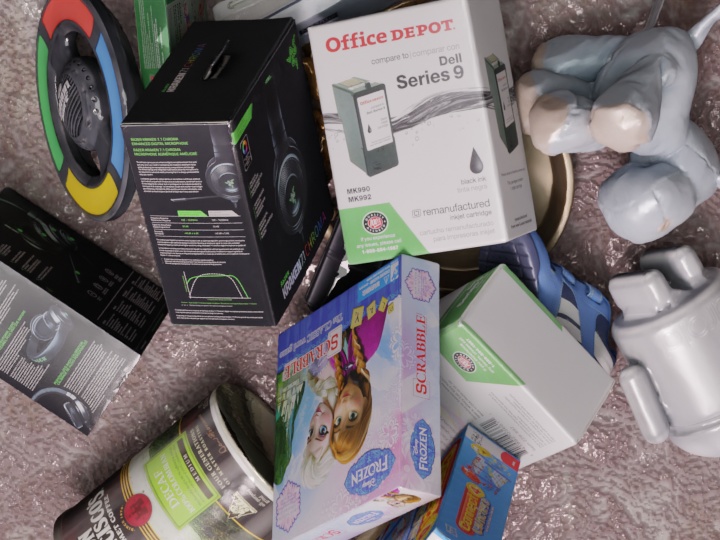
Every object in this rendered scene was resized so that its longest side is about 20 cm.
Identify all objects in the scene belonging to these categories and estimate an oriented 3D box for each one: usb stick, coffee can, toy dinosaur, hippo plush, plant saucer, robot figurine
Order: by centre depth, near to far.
[{"bbox_3d":[0.227,-0.116,1.639,0.159,0.200,0.161,10,136,43],"label":"hippo plush"},{"bbox_3d":[0.010,-0.046,1.681,0.055,0.033,0.200,22,104,-1],"label":"usb stick"},{"bbox_3d":[-0.021,-0.170,1.681,0.106,0.060,0.200,23,95,-13],"label":"toy dinosaur"},{"bbox_3d":[0.291,0.077,1.681,0.170,0.113,0.200,-35,102,-22],"label":"robot figurine"},{"bbox_3d":[0.086,-0.077,1.701,0.200,0.029,0.200,1,106,5],"label":"plant saucer"},{"bbox_3d":[-0.152,0.217,1.742,0.200,0.146,0.146,-40,99,13],"label":"coffee can"}]

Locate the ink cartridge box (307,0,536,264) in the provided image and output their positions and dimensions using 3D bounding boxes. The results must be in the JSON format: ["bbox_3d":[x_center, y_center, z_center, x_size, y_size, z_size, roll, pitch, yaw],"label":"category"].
[{"bbox_3d":[0.050,-0.116,1.592,0.146,0.084,0.200,-9,95,24],"label":"ink cartridge box"}]

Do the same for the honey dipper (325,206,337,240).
[{"bbox_3d":[0.000,0.000,1.728,0.038,0.038,0.200,-37,103,13],"label":"honey dipper"}]

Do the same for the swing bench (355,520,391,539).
[{"bbox_3d":[0.060,0.325,1.762,0.199,0.130,0.200,41,105,-7],"label":"swing bench"}]

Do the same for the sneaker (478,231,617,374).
[{"bbox_3d":[0.164,0.030,1.685,0.082,0.074,0.200,-40,124,-25],"label":"sneaker"}]

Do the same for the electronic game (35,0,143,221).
[{"bbox_3d":[-0.230,-0.140,1.637,0.042,0.200,0.200,-12,107,-27],"label":"electronic game"}]

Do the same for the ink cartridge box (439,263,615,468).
[{"bbox_3d":[0.093,0.100,1.667,0.145,0.088,0.200,45,140,-9],"label":"ink cartridge box"}]

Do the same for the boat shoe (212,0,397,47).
[{"bbox_3d":[-0.033,-0.249,1.643,0.202,0.075,0.086,-28,76,-1],"label":"boat shoe"}]

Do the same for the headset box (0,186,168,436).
[{"bbox_3d":[-0.278,0.027,1.685,0.200,0.174,0.093,34,105,-6],"label":"headset box"}]

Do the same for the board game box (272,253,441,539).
[{"bbox_3d":[-0.005,0.115,1.604,0.041,0.200,0.200,15,150,-29],"label":"board game box"}]

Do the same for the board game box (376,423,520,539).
[{"bbox_3d":[0.041,0.246,1.565,0.056,0.200,0.196,35,111,-3],"label":"board game box"}]

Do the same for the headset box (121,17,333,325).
[{"bbox_3d":[-0.102,-0.086,1.555,0.093,0.174,0.200,0,123,18],"label":"headset box"}]

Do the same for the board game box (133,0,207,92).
[{"bbox_3d":[-0.156,-0.211,1.629,0.029,0.135,0.200,-1,105,9],"label":"board game box"}]
